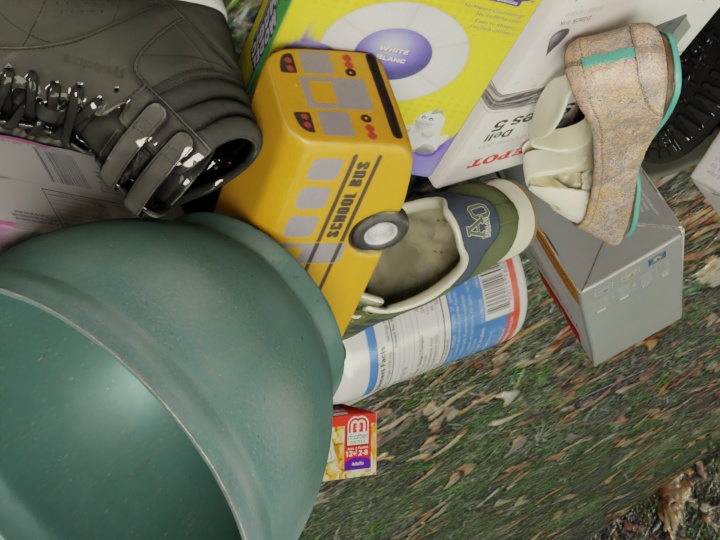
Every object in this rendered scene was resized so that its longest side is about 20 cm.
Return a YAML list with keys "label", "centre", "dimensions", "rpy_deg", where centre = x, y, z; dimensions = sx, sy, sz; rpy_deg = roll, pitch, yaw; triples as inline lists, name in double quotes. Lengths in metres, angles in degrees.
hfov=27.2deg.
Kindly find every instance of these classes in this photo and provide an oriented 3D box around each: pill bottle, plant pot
- label: "pill bottle"
  centre: [0.004, 0.026, 1.024]
  dimensions: [0.200, 0.112, 0.112]
  rpy_deg: [-18, 157, -21]
- label: "plant pot"
  centre: [-0.091, 0.056, 0.693]
  dimensions: [0.134, 0.200, 0.200]
  rpy_deg: [-44, 172, -41]

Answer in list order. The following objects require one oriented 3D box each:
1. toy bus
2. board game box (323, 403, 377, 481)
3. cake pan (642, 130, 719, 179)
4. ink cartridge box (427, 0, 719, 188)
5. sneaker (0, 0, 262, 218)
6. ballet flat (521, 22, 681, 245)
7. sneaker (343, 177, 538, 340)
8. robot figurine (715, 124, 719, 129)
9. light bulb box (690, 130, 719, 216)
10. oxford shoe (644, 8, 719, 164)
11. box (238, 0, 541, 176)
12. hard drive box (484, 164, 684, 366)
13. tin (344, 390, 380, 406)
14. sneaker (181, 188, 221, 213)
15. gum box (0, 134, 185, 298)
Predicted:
- label: "toy bus"
  centre: [-0.032, -0.018, 0.757]
  dimensions: [0.078, 0.065, 0.200]
  rpy_deg: [-1, 142, -23]
- label: "board game box"
  centre: [-0.112, 0.117, 1.016]
  dimensions: [0.200, 0.046, 0.151]
  rpy_deg: [-3, -175, -34]
- label: "cake pan"
  centre: [0.266, -0.141, 1.103]
  dimensions: [0.200, 0.037, 0.200]
  rpy_deg: [-27, 160, -11]
- label: "ink cartridge box"
  centre: [0.113, -0.145, 0.813]
  dimensions: [0.145, 0.084, 0.200]
  rpy_deg: [-17, 157, -31]
- label: "sneaker"
  centre: [-0.123, -0.071, 0.642]
  dimensions: [0.200, 0.099, 0.071]
  rpy_deg: [-10, 154, -41]
- label: "ballet flat"
  centre: [0.123, -0.070, 0.812]
  dimensions: [0.067, 0.068, 0.200]
  rpy_deg: [-8, 153, -3]
- label: "sneaker"
  centre: [0.000, 0.000, 0.869]
  dimensions: [0.200, 0.067, 0.090]
  rpy_deg: [-24, 177, 28]
- label: "robot figurine"
  centre: [0.294, -0.152, 0.983]
  dimensions: [0.145, 0.058, 0.200]
  rpy_deg: [16, 107, -48]
- label: "light bulb box"
  centre: [0.327, -0.080, 0.909]
  dimensions: [0.200, 0.125, 0.198]
  rpy_deg: [-56, 148, 1]
- label: "oxford shoe"
  centre: [0.226, -0.152, 0.900]
  dimensions: [0.200, 0.073, 0.084]
  rpy_deg: [-61, 158, 12]
- label: "box"
  centre: [0.017, -0.127, 0.718]
  dimensions: [0.117, 0.048, 0.200]
  rpy_deg: [8, 143, -17]
- label: "hard drive box"
  centre: [0.147, -0.038, 1.012]
  dimensions: [0.077, 0.156, 0.200]
  rpy_deg: [-31, 159, 2]
- label: "tin"
  centre: [-0.042, 0.096, 1.238]
  dimensions: [0.200, 0.042, 0.112]
  rpy_deg: [-24, 163, -17]
- label: "sneaker"
  centre: [-0.061, -0.032, 0.874]
  dimensions: [0.200, 0.076, 0.088]
  rpy_deg: [-27, 166, 18]
- label: "gum box"
  centre: [-0.178, -0.004, 0.764]
  dimensions: [0.113, 0.066, 0.200]
  rpy_deg: [-42, 157, 20]
